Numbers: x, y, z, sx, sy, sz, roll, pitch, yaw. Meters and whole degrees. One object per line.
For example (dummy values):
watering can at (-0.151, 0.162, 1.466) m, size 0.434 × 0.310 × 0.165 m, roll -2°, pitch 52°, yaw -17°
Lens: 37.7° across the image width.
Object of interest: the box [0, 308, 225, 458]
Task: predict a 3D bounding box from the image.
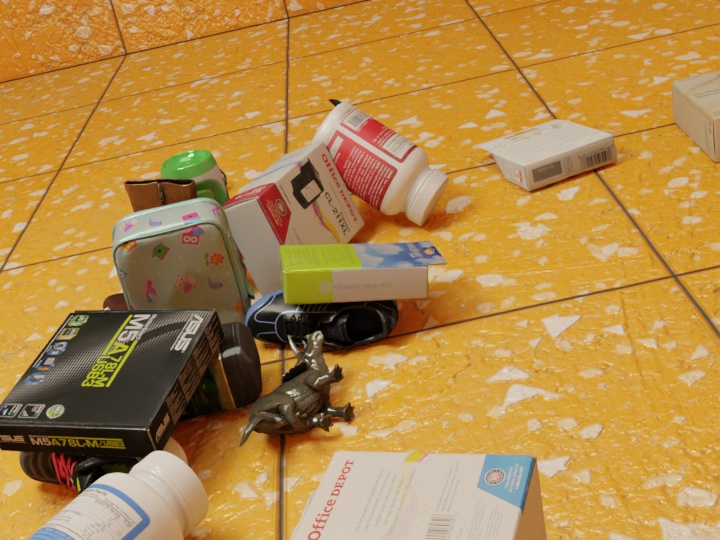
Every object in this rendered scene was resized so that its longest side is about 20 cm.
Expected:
box at (-0.269, 0.117, 1.143) m, size 0.191 × 0.048 × 0.201 m, roll -3°, pitch 34°, yaw 20°

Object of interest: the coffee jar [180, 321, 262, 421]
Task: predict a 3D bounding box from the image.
coffee jar at (-0.213, 0.128, 1.230) m, size 0.198 × 0.086 × 0.105 m, roll -15°, pitch 26°, yaw -2°

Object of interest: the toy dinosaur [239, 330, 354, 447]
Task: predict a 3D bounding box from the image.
toy dinosaur at (-0.074, 0.150, 1.159) m, size 0.101 × 0.078 × 0.200 m, roll -7°, pitch 28°, yaw 40°

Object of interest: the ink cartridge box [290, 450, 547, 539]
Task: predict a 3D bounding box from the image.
ink cartridge box at (0.041, 0.233, 0.846) m, size 0.198 × 0.127 × 0.129 m, roll -2°, pitch 27°, yaw 21°

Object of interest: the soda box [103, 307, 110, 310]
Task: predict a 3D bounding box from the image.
soda box at (-0.349, 0.130, 1.295) m, size 0.068 × 0.064 × 0.201 m, roll -29°, pitch 20°, yaw 22°

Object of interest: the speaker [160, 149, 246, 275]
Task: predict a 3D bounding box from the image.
speaker at (-0.220, -0.064, 1.492) m, size 0.087 × 0.202 × 0.089 m, roll -10°, pitch 25°, yaw 5°

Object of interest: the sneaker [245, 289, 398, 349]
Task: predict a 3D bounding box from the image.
sneaker at (-0.052, 0.062, 1.307) m, size 0.197 × 0.071 × 0.078 m, roll -8°, pitch 18°, yaw 8°

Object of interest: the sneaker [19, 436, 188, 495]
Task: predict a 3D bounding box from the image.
sneaker at (-0.286, 0.209, 1.112) m, size 0.197 × 0.075 × 0.088 m, roll 2°, pitch 23°, yaw 19°

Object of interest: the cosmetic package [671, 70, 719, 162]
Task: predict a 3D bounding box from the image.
cosmetic package at (0.563, -0.243, 1.638) m, size 0.102 × 0.074 × 0.201 m, roll -12°, pitch 26°, yaw 2°

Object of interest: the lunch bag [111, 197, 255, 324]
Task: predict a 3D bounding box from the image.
lunch bag at (-0.222, 0.012, 1.349) m, size 0.159 × 0.202 × 0.077 m, roll -16°, pitch 36°, yaw -6°

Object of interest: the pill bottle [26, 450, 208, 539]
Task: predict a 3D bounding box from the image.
pill bottle at (-0.230, 0.255, 0.950) m, size 0.111 × 0.113 × 0.200 m, roll 7°, pitch 31°, yaw 35°

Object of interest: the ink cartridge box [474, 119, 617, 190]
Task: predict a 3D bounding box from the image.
ink cartridge box at (0.294, -0.189, 1.701) m, size 0.161 × 0.051 × 0.200 m, roll -19°, pitch 18°, yaw -11°

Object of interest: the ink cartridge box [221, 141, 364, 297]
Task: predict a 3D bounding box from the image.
ink cartridge box at (-0.094, -0.075, 1.502) m, size 0.082 × 0.147 × 0.200 m, roll -17°, pitch 20°, yaw 35°

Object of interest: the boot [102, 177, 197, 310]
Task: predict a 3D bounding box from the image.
boot at (-0.292, -0.024, 1.445) m, size 0.186 × 0.202 × 0.069 m, roll -2°, pitch 27°, yaw 22°

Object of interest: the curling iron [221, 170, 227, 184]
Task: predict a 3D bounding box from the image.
curling iron at (-0.327, -0.156, 1.929) m, size 0.198 × 0.026 × 0.050 m, roll -5°, pitch 63°, yaw 24°

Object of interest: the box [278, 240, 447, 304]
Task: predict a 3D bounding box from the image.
box at (0.000, 0.000, 1.311) m, size 0.197 × 0.048 × 0.122 m, roll -2°, pitch 16°, yaw -7°

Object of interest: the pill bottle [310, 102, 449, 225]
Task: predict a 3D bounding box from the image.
pill bottle at (0.029, -0.156, 1.583) m, size 0.199 × 0.113 × 0.112 m, roll 33°, pitch 40°, yaw 10°

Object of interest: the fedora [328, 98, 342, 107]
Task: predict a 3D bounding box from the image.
fedora at (-0.008, -0.192, 1.739) m, size 0.092 × 0.200 × 0.201 m, roll -47°, pitch 28°, yaw 4°
